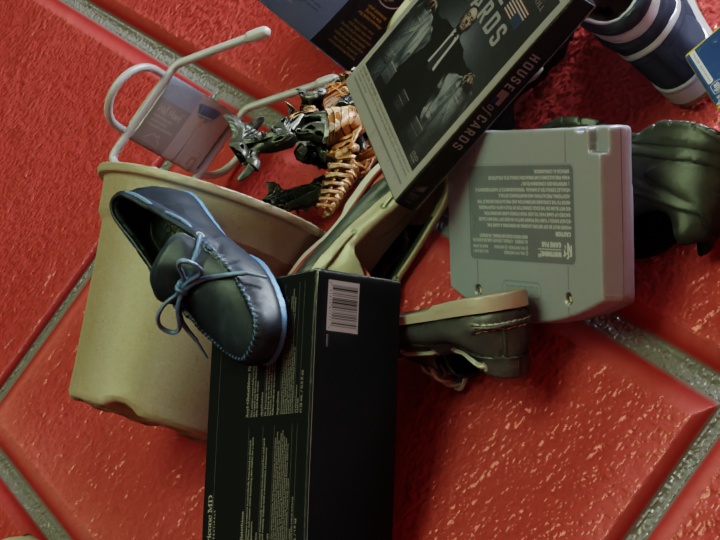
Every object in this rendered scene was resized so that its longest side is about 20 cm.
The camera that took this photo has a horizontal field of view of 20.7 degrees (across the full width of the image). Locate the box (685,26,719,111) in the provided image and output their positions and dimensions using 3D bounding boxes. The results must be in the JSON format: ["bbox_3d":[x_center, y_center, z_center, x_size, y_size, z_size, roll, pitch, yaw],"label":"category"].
[{"bbox_3d":[0.314,-0.171,1.286,0.200,0.064,0.070,-41,36,17],"label":"box"}]

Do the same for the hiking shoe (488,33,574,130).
[{"bbox_3d":[0.098,-0.176,1.513,0.076,0.101,0.201,16,75,43],"label":"hiking shoe"}]

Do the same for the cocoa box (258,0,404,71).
[{"bbox_3d":[-0.048,-0.292,1.708,0.131,0.200,0.134,-46,35,12],"label":"cocoa box"}]

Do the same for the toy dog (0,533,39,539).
[{"bbox_3d":[-0.258,0.295,1.526,0.200,0.139,0.195,-111,27,-50],"label":"toy dog"}]

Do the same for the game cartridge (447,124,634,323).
[{"bbox_3d":[0.122,-0.031,1.353,0.200,0.040,0.134,6,95,63],"label":"game cartridge"}]

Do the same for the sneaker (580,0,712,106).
[{"bbox_3d":[0.188,-0.205,1.427,0.070,0.108,0.200,-45,33,16],"label":"sneaker"}]

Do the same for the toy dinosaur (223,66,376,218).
[{"bbox_3d":[-0.032,-0.105,1.612,0.135,0.103,0.200,-22,8,12],"label":"toy dinosaur"}]

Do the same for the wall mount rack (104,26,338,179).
[{"bbox_3d":[-0.120,-0.133,1.687,0.075,0.200,0.174,41,97,31],"label":"wall mount rack"}]

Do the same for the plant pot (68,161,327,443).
[{"bbox_3d":[-0.140,0.034,1.565,0.200,0.200,0.184,8,78,53],"label":"plant pot"}]

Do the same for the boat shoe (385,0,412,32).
[{"bbox_3d":[0.104,-0.240,1.603,0.201,0.072,0.066,-49,44,7],"label":"boat shoe"}]

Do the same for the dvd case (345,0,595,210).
[{"bbox_3d":[0.074,-0.161,1.417,0.200,0.025,0.151,-49,37,24],"label":"dvd case"}]

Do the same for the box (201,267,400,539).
[{"bbox_3d":[-0.043,0.108,1.385,0.141,0.079,0.201,-10,75,53],"label":"box"}]

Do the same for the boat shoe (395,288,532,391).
[{"bbox_3d":[0.056,0.056,1.390,0.200,0.072,0.063,-17,84,61],"label":"boat shoe"}]

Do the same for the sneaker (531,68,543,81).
[{"bbox_3d":[0.141,-0.233,1.469,0.083,0.080,0.201,124,162,-63],"label":"sneaker"}]

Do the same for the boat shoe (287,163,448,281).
[{"bbox_3d":[0.000,0.000,1.514,0.062,0.071,0.200,19,72,52],"label":"boat shoe"}]

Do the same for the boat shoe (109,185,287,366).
[{"bbox_3d":[-0.122,0.007,1.395,0.200,0.068,0.084,39,115,48],"label":"boat shoe"}]

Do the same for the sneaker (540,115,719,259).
[{"bbox_3d":[0.176,-0.054,1.348,0.200,0.076,0.091,5,74,56],"label":"sneaker"}]
